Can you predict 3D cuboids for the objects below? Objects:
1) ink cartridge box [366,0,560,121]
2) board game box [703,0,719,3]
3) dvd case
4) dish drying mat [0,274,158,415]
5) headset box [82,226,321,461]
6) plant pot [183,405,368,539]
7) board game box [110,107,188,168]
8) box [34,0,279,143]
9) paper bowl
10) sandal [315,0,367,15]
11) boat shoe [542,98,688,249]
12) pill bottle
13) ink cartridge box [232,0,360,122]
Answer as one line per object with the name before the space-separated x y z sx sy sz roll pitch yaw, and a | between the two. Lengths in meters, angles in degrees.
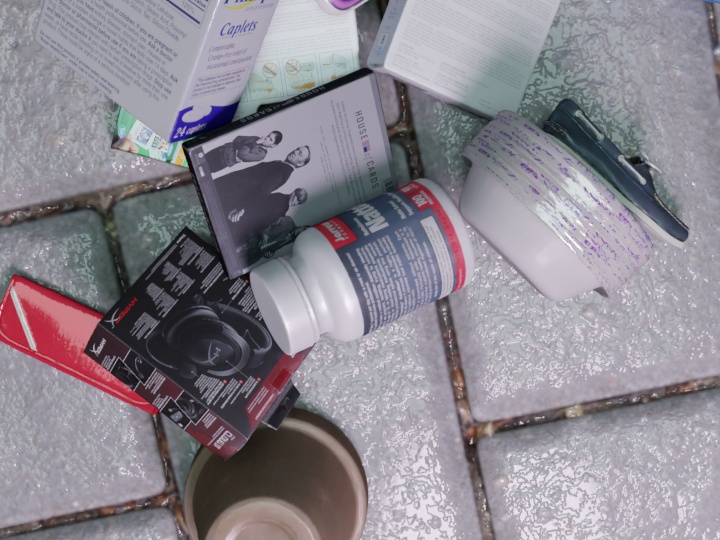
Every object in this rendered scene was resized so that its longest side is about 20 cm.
ink cartridge box | 0.113 -0.264 0.995 0.159 0.047 0.201 19 95 -27
board game box | 0.350 -0.374 1.004 0.195 0.056 0.201 8 97 0
dvd case | -0.061 -0.094 0.992 0.199 0.025 0.151 -26 126 -17
dish drying mat | -0.293 0.080 1.080 0.199 0.018 0.077 26 95 -3
headset box | -0.147 0.078 1.012 0.200 0.077 0.149 38 53 -5
plant pot | -0.090 0.252 1.022 0.199 0.175 0.201 0 96 0
board game box | -0.167 -0.205 1.040 0.134 0.029 0.201 15 96 -3
box | -0.178 -0.254 0.923 0.184 0.105 0.200 37 122 15
paper bowl | 0.173 -0.050 0.970 0.201 0.201 0.104 44 95 -4
sandal | 0.031 -0.314 0.976 0.203 0.050 0.083 -52 128 -23
boat shoe | 0.264 -0.096 1.026 0.200 0.075 0.062 36 90 -10
pill bottle | 0.000 0.000 0.991 0.199 0.120 0.120 -25 96 -17
ink cartridge box | -0.082 -0.241 1.008 0.161 0.050 0.201 -8 108 -1
